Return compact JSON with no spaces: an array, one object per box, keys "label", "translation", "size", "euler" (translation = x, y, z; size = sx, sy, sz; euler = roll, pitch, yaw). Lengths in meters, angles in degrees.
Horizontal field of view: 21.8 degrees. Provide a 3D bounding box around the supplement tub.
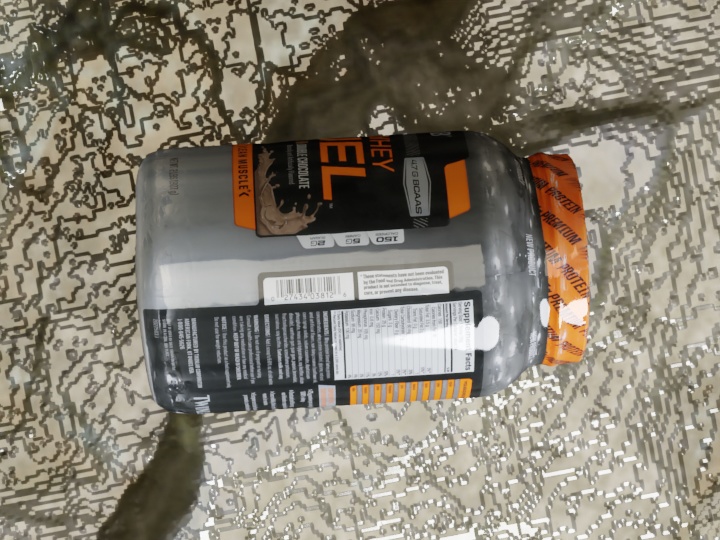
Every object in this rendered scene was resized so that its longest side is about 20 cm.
[{"label":"supplement tub","translation":[0.000,0.000,0.858],"size":[0.198,0.123,0.124],"euler":[-3,92,-2]}]
